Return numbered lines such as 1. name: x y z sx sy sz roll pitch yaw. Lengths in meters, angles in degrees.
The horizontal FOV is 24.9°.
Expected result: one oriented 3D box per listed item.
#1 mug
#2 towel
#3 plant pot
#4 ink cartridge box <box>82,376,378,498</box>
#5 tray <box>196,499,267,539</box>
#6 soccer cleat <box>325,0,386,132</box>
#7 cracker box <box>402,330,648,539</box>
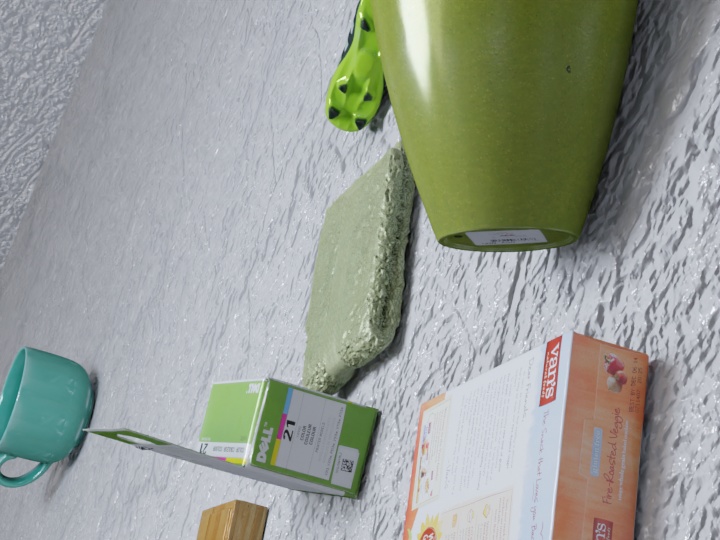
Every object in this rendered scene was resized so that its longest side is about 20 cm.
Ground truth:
1. mug: -0.454 0.208 2.334 0.153 0.114 0.186 -96 30 -48
2. towel: 0.000 0.000 1.390 0.148 0.036 0.201 -43 33 53
3. plant pot: 0.095 -0.118 1.062 0.187 0.186 0.202 159 112 -66
4. ink cartridge box: -0.107 0.123 1.324 0.148 0.199 0.076 -13 61 67
5. tray: -0.136 0.315 1.486 0.099 0.037 0.202 149 135 -62
6. soccer cleat: 0.020 -0.220 1.493 0.081 0.067 0.201 -79 16 -59
7. cracker box: 0.094 0.129 0.985 0.200 0.057 0.135 144 139 -61
